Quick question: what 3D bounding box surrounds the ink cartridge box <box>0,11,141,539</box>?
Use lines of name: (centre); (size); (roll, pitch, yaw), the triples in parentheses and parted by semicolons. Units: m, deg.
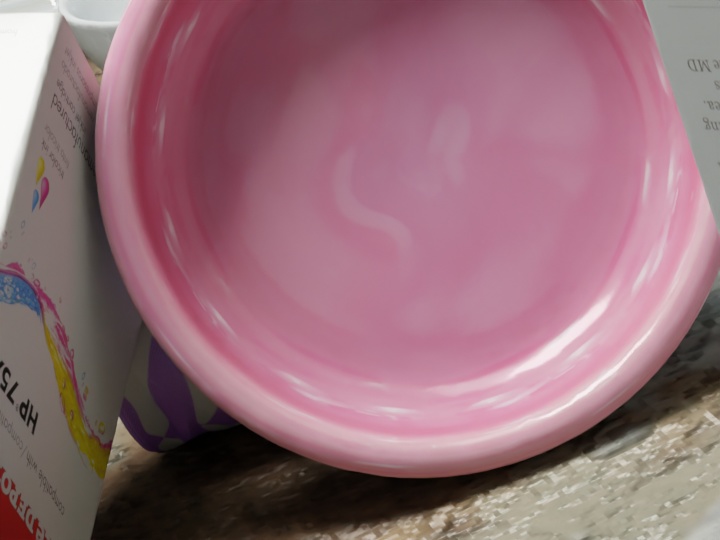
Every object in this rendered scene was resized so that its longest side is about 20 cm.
ink cartridge box: (-0.123, 0.036, 0.860); (0.067, 0.116, 0.201); (1, 58, 16)

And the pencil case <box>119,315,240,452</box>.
pencil case: (0.000, 0.000, 0.968); (0.199, 0.084, 0.086); (-18, -23, 8)

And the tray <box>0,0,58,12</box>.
tray: (-0.167, -0.164, 1.578); (0.107, 0.022, 0.200); (-11, 24, 22)

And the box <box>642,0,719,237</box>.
box: (0.176, -0.040, 0.726); (0.152, 0.201, 0.106); (-34, 24, -30)

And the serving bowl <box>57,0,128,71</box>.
serving bowl: (-0.036, -0.131, 1.318); (0.199, 0.066, 0.200); (-19, 22, 8)

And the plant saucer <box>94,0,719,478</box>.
plant saucer: (0.018, -0.037, 0.892); (0.199, 0.202, 0.051); (-21, 2, 0)
